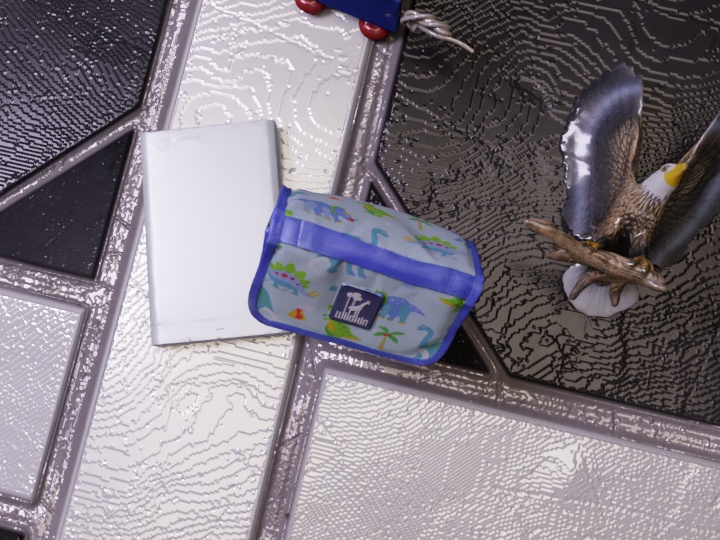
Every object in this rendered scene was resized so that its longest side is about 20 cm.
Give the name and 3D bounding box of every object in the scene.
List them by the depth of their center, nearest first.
[{"bbox_3d":[0.000,0.000,0.791,0.168,0.200,0.129,15,81,-6],"label":"lunch bag"},{"bbox_3d":[0.248,-0.067,0.852,0.152,0.150,0.201,51,49,-29],"label":"eagle figurine"},{"bbox_3d":[-0.136,-0.035,0.905,0.130,0.026,0.203,-6,82,3],"label":"hard drive"},{"bbox_3d":[0.035,-0.284,0.911,0.198,0.085,0.117,23,70,7],"label":"toy train"}]
